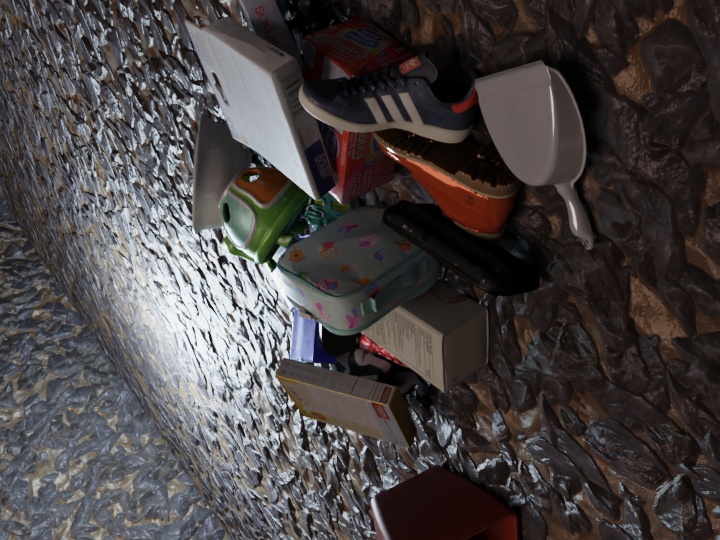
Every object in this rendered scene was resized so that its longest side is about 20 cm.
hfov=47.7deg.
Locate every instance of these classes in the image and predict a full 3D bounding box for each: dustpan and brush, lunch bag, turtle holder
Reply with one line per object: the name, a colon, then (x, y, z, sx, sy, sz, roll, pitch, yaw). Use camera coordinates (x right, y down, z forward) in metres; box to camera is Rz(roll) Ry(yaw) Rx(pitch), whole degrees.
dustpan and brush: (0.193, -0.110, 0.826, 0.139, 0.057, 0.202, 12, 119, 68)
lunch bag: (0.000, 0.000, 1.071, 0.160, 0.199, 0.078, 31, 142, 39)
turtle holder: (-0.154, -0.088, 1.298, 0.131, 0.141, 0.186, 35, 166, -2)

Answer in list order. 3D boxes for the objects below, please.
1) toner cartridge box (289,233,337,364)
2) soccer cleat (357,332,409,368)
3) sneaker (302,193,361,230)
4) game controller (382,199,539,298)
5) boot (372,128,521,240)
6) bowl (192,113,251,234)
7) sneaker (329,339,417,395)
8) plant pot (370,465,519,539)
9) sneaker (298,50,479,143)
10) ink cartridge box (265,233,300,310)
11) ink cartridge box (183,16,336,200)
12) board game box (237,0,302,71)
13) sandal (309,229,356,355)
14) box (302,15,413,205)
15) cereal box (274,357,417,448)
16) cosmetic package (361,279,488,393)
toner cartridge box: (-0.067, 0.044, 1.277, 0.095, 0.043, 0.202, -8, 76, 64)
soccer cleat: (0.044, 0.110, 1.225, 0.200, 0.076, 0.067, 36, 145, 40)
sneaker: (-0.045, -0.099, 1.170, 0.077, 0.080, 0.201, 15, 132, 43)
game controller: (0.117, -0.028, 0.960, 0.200, 0.104, 0.042, 38, 112, 37)
boot: (0.092, -0.109, 0.949, 0.199, 0.075, 0.108, 35, 149, 27)
bowl: (-0.232, -0.159, 1.382, 0.201, 0.089, 0.203, -176, 90, -83)
sneaker: (0.040, 0.192, 1.301, 0.129, 0.080, 0.200, 16, 141, 36)
plant pot: (0.120, 0.433, 1.292, 0.176, 0.199, 0.201, 45, 150, 51)
sneaker: (0.035, -0.197, 0.874, 0.085, 0.198, 0.075, 109, 157, -43)
ink cartridge box: (-0.125, -0.009, 1.438, 0.201, 0.042, 0.119, 58, 152, 2)
ink cartridge box: (-0.122, -0.208, 1.008, 0.200, 0.041, 0.200, 39, 159, 36)
board game box: (-0.133, -0.343, 1.058, 0.200, 0.041, 0.201, -121, 6, -83)
sandal: (-0.034, 0.036, 1.179, 0.045, 0.074, 0.202, -132, 31, -65)
box: (-0.010, -0.197, 1.019, 0.100, 0.095, 0.201, 45, 147, 29)
cereal box: (-0.020, 0.204, 1.257, 0.198, 0.040, 0.144, 11, 148, 25)
cosmetic package: (0.076, 0.065, 1.122, 0.200, 0.087, 0.104, 34, 140, 42)
